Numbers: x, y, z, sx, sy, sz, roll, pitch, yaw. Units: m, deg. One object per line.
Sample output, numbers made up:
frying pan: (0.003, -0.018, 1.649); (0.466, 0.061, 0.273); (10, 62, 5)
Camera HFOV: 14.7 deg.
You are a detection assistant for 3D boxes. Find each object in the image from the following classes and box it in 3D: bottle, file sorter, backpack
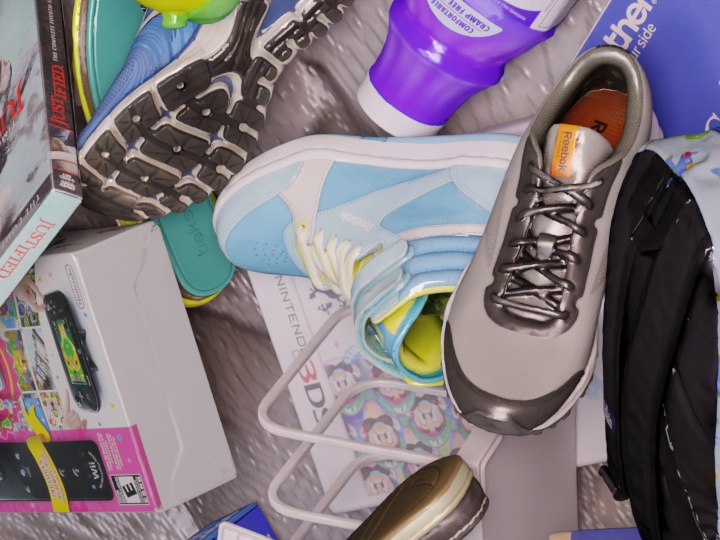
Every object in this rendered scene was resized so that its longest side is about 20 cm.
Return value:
bottle: (0.068, -0.150, 1.360); (0.084, 0.065, 0.200); (41, 120, 8)
file sorter: (0.032, 0.135, 1.406); (0.124, 0.139, 0.200); (8, 122, 22)
backpack: (0.169, 0.027, 1.221); (0.154, 0.163, 0.200); (-18, 124, 0)

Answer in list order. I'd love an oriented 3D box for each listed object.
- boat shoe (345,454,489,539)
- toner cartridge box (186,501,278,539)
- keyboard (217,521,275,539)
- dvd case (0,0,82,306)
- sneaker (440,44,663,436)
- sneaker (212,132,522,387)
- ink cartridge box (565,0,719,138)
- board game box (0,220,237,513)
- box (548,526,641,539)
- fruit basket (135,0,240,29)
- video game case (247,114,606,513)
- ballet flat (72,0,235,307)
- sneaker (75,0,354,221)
boat shoe: (0.007, 0.161, 1.302); (0.066, 0.072, 0.201); (41, 127, -2)
toner cartridge box: (-0.045, 0.236, 1.527); (0.043, 0.095, 0.200); (-28, 92, 31)
keyboard: (0.017, 0.177, 1.346); (0.200, 0.011, 0.056); (19, 125, 19)
dvd case: (-0.197, -0.058, 1.466); (0.022, 0.200, 0.146); (22, 126, -29)
sneaker: (0.085, -0.017, 1.270); (0.074, 0.200, 0.079); (15, 153, 12)
sneaker: (0.000, 0.000, 1.371); (0.200, 0.131, 0.080); (-7, 134, 30)
ink cartridge box: (0.187, -0.146, 1.315); (0.094, 0.044, 0.200); (38, 120, 12)
board game box: (-0.171, 0.056, 1.515); (0.200, 0.064, 0.148); (-5, 105, 48)
box: (0.207, 0.148, 1.361); (0.200, 0.121, 0.032); (-4, 74, 28)
fruit basket: (-0.086, -0.230, 1.330); (0.155, 0.216, 0.216); (-39, 88, 31)
video game case: (0.043, 0.026, 1.455); (0.200, 0.024, 0.182); (-14, 100, 29)
ballet flat: (-0.121, -0.075, 1.485); (0.067, 0.067, 0.200); (5, 113, 58)
sneaker: (-0.081, -0.112, 1.425); (0.200, 0.089, 0.079); (-49, 126, 6)
